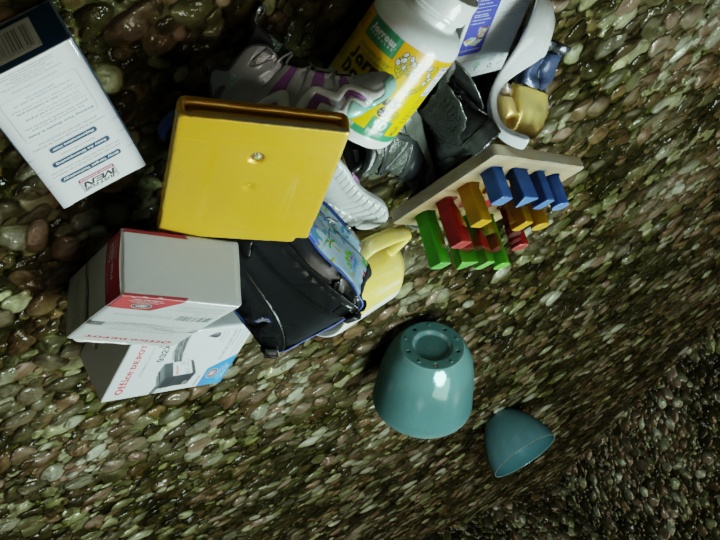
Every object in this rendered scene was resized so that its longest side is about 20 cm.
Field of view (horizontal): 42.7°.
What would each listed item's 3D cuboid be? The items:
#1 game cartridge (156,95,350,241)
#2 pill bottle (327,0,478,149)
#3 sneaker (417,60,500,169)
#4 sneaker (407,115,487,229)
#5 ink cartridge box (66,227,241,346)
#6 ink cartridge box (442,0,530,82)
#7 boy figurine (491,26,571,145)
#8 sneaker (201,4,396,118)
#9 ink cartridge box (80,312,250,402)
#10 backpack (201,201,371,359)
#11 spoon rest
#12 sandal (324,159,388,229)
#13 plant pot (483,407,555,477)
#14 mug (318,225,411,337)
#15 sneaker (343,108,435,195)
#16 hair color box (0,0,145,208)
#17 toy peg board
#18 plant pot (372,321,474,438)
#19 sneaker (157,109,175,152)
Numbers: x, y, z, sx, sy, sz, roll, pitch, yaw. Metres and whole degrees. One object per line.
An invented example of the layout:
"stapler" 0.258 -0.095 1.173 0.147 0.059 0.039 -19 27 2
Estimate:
"game cartridge" -0.121 -0.102 0.991 0.176 0.032 0.200 4 147 -18
"pill bottle" 0.042 -0.246 1.051 0.113 0.113 0.200 1 137 -48
"sneaker" 0.112 -0.191 1.158 0.060 0.104 0.200 -47 -171 -11
"sneaker" 0.115 -0.149 1.340 0.079 0.075 0.200 9 122 -49
"ink cartridge box" -0.252 0.026 1.102 0.147 0.083 0.200 7 159 -33
"ink cartridge box" 0.160 -0.325 1.131 0.099 0.039 0.200 -18 150 -29
"boy figurine" 0.220 -0.224 1.264 0.124 0.064 0.200 -2 120 -47
"sneaker" -0.071 -0.216 0.978 0.200 0.140 0.078 -18 -166 1
"ink cartridge box" -0.271 0.100 1.304 0.200 0.084 0.145 -5 142 -43
"backpack" -0.104 -0.019 1.195 0.183 0.147 0.200 -27 120 25
"spoon rest" 0.199 -0.256 1.151 0.061 0.200 0.099 12 171 1
"sandal" -0.036 -0.118 1.243 0.082 0.050 0.203 -22 142 23
"plant pot" 0.424 0.467 2.588 0.200 0.135 0.200 -26 152 -15
"mug" -0.002 0.008 1.366 0.153 0.186 0.150 -20 107 -41
"sneaker" 0.035 -0.154 1.237 0.114 0.076 0.199 -31 150 -1
"hair color box" -0.294 -0.154 0.895 0.100 0.061 0.200 -29 152 -8
"toy peg board" 0.186 -0.075 1.267 0.200 0.098 0.199 0 157 -43
"plant pot" 0.130 0.196 1.785 0.200 0.201 0.161 -19 138 -25
"sneaker" -0.144 -0.129 1.077 0.200 0.078 0.070 5 134 -50
